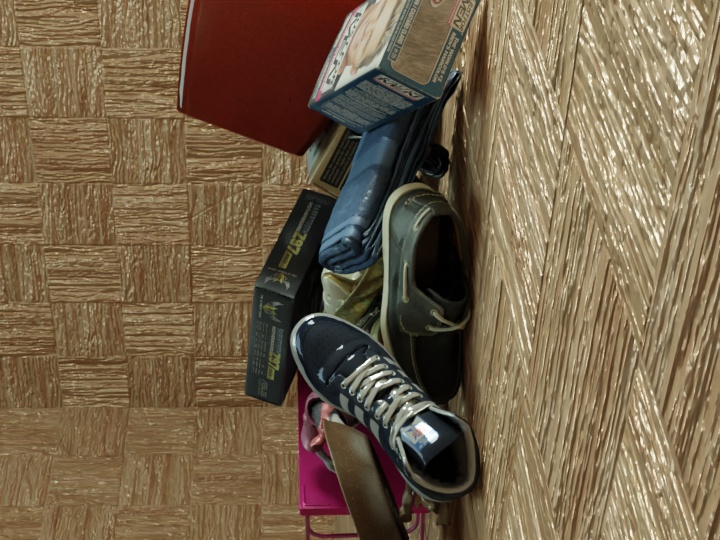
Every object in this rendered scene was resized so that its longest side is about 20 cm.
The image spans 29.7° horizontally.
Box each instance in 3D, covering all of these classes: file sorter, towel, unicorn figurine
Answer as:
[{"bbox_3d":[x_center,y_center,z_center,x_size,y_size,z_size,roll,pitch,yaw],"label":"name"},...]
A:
[{"bbox_3d":[-0.001,0.225,1.534,0.200,0.138,0.126,-94,4,-48],"label":"file sorter"},{"bbox_3d":[0.024,-0.094,1.222,0.201,0.048,0.112,-70,15,-15],"label":"towel"},{"bbox_3d":[0.055,0.164,1.286,0.200,0.074,0.138,172,99,-70],"label":"unicorn figurine"}]

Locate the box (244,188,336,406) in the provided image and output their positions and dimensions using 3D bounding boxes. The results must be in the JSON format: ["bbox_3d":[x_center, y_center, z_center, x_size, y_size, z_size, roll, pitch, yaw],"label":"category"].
[{"bbox_3d":[-0.077,0.032,1.524,0.200,0.051,0.158,100,-169,-48],"label":"box"}]

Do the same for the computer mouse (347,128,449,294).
[{"bbox_3d":[0.044,-0.052,1.347,0.044,0.109,0.201,-41,-43,-43],"label":"computer mouse"}]

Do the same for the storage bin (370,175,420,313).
[{"bbox_3d":[0.025,-0.021,1.499,0.200,0.093,0.136,-99,9,-72],"label":"storage bin"}]

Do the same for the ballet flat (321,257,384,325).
[{"bbox_3d":[0.000,0.000,1.333,0.200,0.071,0.071,-50,32,43],"label":"ballet flat"}]

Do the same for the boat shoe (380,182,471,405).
[{"bbox_3d":[0.060,0.029,1.152,0.068,0.072,0.201,29,130,53],"label":"boat shoe"}]

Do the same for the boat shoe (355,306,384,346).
[{"bbox_3d":[0.024,0.071,1.303,0.201,0.066,0.072,-7,-84,-73],"label":"boat shoe"}]

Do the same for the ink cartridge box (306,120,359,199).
[{"bbox_3d":[0.009,-0.169,1.441,0.165,0.075,0.200,-61,12,13],"label":"ink cartridge box"}]

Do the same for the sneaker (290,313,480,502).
[{"bbox_3d":[0.023,0.110,1.114,0.200,0.070,0.108,47,171,0],"label":"sneaker"}]

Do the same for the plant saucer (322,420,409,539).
[{"bbox_3d":[0.016,0.228,1.262,0.200,0.037,0.201,-20,-90,-89],"label":"plant saucer"}]

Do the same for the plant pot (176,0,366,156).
[{"bbox_3d":[-0.097,-0.228,1.396,0.200,0.199,0.177,-115,46,-75],"label":"plant pot"}]

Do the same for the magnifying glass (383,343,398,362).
[{"bbox_3d":[0.040,0.037,1.209,0.080,0.022,0.201,33,-114,-47],"label":"magnifying glass"}]

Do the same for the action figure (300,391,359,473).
[{"bbox_3d":[-0.010,0.126,1.423,0.149,0.134,0.200,61,-157,0],"label":"action figure"}]

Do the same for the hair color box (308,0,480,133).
[{"bbox_3d":[0.025,-0.184,1.148,0.100,0.060,0.200,-68,16,-10],"label":"hair color box"}]
